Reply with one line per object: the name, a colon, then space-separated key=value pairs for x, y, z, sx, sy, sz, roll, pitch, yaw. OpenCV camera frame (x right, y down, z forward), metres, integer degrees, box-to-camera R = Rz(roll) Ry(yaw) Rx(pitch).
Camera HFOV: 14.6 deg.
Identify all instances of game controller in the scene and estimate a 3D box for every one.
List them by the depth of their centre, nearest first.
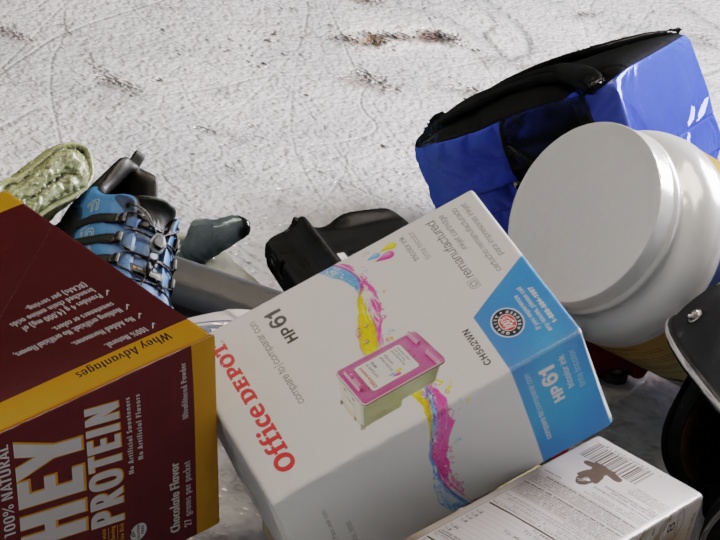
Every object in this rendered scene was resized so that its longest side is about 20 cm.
game controller: x=0.000 y=0.000 z=1.875 sx=0.104 sy=0.042 sz=0.200 roll=-4 pitch=17 yaw=-11

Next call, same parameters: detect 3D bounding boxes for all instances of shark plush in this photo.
shark plush: x=-0.152 y=0.007 z=1.902 sx=0.199 sy=0.091 sz=0.084 roll=14 pitch=54 yaw=-5

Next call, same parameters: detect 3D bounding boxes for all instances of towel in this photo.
towel: x=-0.259 y=-0.002 z=1.757 sx=0.037 sy=0.148 sz=0.200 roll=51 pitch=51 yaw=-3

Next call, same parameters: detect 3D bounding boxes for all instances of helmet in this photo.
helmet: x=0.275 y=0.091 z=1.730 sx=0.199 sy=0.191 sz=0.200 roll=9 pitch=24 yaw=-4

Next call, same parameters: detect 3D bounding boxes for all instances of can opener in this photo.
can opener: x=-0.137 y=0.020 z=1.848 sx=0.199 sy=0.053 sz=0.067 roll=15 pitch=52 yaw=17

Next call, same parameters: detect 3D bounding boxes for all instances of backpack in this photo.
backpack: x=0.147 y=-0.071 z=2.075 sx=0.199 sy=0.168 sz=0.162 roll=-13 pitch=5 yaw=33

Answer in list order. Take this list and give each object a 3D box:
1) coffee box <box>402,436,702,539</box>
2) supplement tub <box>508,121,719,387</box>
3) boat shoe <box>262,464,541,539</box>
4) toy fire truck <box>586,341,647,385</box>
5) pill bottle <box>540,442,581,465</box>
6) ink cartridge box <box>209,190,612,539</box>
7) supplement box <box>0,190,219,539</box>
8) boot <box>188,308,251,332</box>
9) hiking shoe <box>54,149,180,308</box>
coffee box: x=0.093 y=0.182 z=1.555 sx=0.080 sy=0.115 sz=0.200 roll=29 pitch=31 yaw=28
supplement tub: x=0.204 y=-0.006 z=1.843 sx=0.200 sy=0.145 sz=0.144 roll=25 pitch=9 yaw=-44
boat shoe: x=0.043 y=0.146 z=1.660 sx=0.199 sy=0.074 sz=0.069 roll=-1 pitch=21 yaw=-25
toy fire truck: x=0.094 y=0.027 z=1.973 sx=0.199 sy=0.049 sz=0.141 roll=1 pitch=25 yaw=-21
pill bottle: x=0.030 y=0.080 z=1.751 sx=0.199 sy=0.114 sz=0.114 roll=-1 pitch=27 yaw=-24
ink cartridge box: x=0.018 y=0.066 z=1.597 sx=0.200 sy=0.085 sz=0.145 roll=-30 pitch=44 yaw=-6
supplement box: x=-0.216 y=0.082 z=1.577 sx=0.197 sy=0.133 sz=0.200 roll=-25 pitch=41 yaw=-33
boot: x=-0.120 y=0.077 z=1.766 sx=0.199 sy=0.073 sz=0.090 roll=-1 pitch=33 yaw=-6
hiking shoe: x=-0.146 y=-0.005 z=1.725 sx=0.074 sy=0.087 sz=0.200 roll=26 pitch=16 yaw=-29
